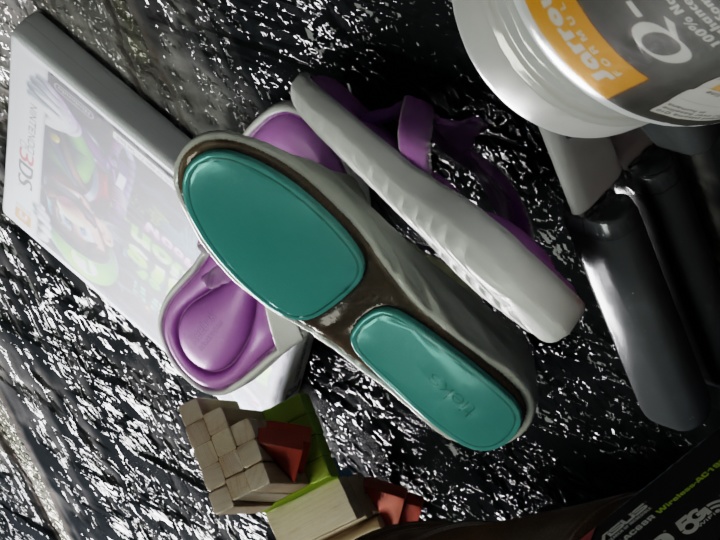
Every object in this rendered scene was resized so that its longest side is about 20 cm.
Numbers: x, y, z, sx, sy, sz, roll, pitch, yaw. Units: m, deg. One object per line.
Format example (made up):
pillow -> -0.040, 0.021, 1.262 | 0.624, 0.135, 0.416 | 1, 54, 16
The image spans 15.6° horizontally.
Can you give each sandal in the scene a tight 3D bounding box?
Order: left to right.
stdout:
sandal -> -0.050, 0.004, 1.217 | 0.082, 0.050, 0.203 | 41, 140, 11
sandal -> 0.039, -0.034, 1.050 | 0.082, 0.050, 0.203 | 45, -179, -40

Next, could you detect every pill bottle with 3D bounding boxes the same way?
pill bottle -> 0.112, -0.108, 0.791 | 0.117, 0.116, 0.200 | 49, 153, -8

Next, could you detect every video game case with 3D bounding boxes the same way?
video game case -> -0.104, -0.018, 1.338 | 0.200, 0.023, 0.182 | 40, 153, 12

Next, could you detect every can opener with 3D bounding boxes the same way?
can opener -> 0.114, -0.019, 0.987 | 0.067, 0.053, 0.201 | 18, 144, 44

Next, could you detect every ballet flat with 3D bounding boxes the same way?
ballet flat -> 0.000, 0.000, 1.140 | 0.200, 0.070, 0.069 | 40, 156, -17

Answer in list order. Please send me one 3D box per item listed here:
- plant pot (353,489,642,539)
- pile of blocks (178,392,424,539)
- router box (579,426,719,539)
plant pot -> 0.089, 0.194, 1.184 | 0.201, 0.200, 0.198 | 49, 147, -8
pile of blocks -> -0.011, 0.109, 1.343 | 0.062, 0.082, 0.200 | -26, 140, 20
router box -> 0.175, 0.154, 1.023 | 0.062, 0.150, 0.201 | 32, 155, 59
